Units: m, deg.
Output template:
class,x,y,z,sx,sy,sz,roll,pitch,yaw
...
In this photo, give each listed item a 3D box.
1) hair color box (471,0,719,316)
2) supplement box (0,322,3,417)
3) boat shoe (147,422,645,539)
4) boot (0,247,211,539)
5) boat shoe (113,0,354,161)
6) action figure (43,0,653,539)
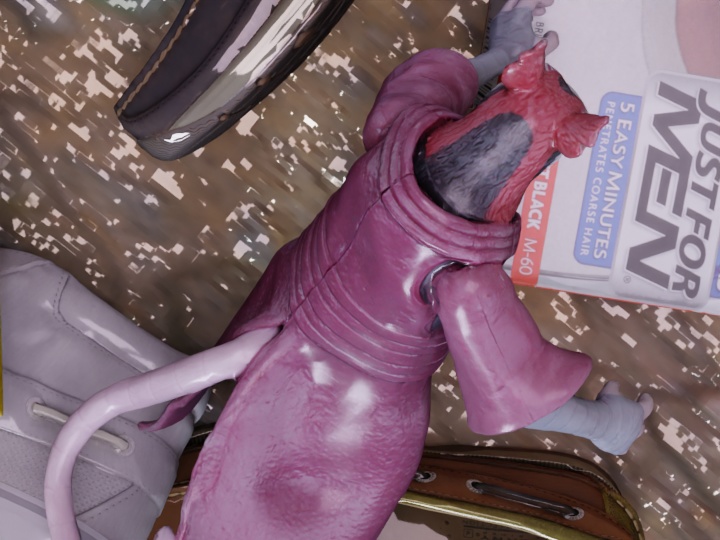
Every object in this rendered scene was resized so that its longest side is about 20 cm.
class,x,y,z,sx,sy,sz,roll,pitch,yaw
hair color box,0.136,-0.040,0.826,0.198,0.064,0.112,8,98,-6
supplement box,-0.210,-0.016,0.745,0.198,0.110,0.109,-8,144,1
boat shoe,-0.009,0.088,0.834,0.198,0.068,0.073,-6,101,-1
boot,-0.147,0.029,0.825,0.199,0.074,0.096,25,66,6
boat shoe,-0.018,-0.126,0.805,0.073,0.074,0.200,36,87,1
action figure,0.000,0.000,0.737,0.148,0.135,0.200,-3,145,-31
